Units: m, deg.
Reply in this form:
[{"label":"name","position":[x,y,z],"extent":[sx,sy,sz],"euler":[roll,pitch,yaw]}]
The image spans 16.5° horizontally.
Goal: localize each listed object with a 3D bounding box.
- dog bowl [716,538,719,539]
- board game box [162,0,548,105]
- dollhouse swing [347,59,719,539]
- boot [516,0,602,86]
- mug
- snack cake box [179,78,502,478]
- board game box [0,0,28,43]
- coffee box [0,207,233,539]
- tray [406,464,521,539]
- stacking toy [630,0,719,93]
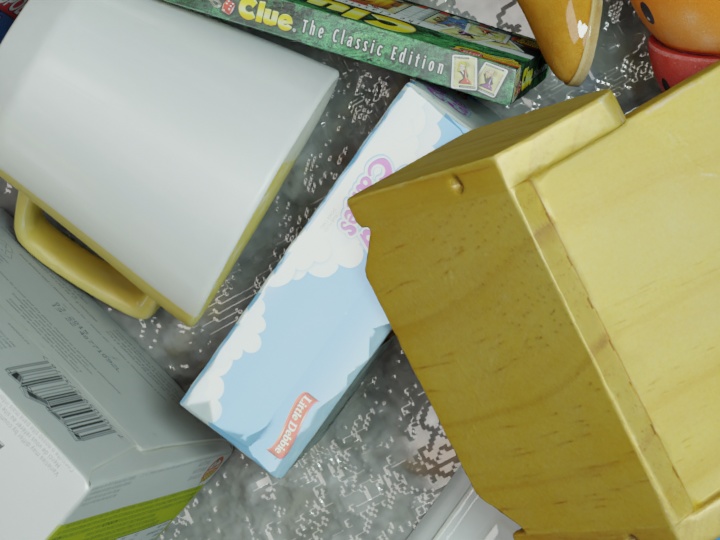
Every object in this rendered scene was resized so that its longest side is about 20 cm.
[{"label":"dog bowl","position":[0.221,0.061,1.216],"extent":[0.111,0.050,0.200],"euler":[41,110,-8]},{"label":"board game box","position":[-0.006,-0.128,1.259],"extent":[0.199,0.105,0.024],"euler":[18,108,10]},{"label":"dollhouse swing","position":[0.138,0.004,1.167],"extent":[0.181,0.176,0.201],"euler":[-13,108,58]},{"label":"boot","position":[0.037,-0.182,1.227],"extent":[0.143,0.071,0.202],"euler":[-1,67,-18]},{"label":"mug","position":[-0.121,-0.058,1.266],"extent":[0.153,0.149,0.187],"euler":[30,106,-1]},{"label":"snack cake box","position":[0.000,0.000,1.262],"extent":[0.067,0.115,0.200],"euler":[37,101,5]},{"label":"board game box","position":[-0.216,-0.139,1.307],"extent":[0.199,0.200,0.062],"euler":[-33,81,0]},{"label":"coffee box","position":[-0.226,0.102,1.291],"extent":[0.200,0.200,0.198],"euler":[44,103,11]},{"label":"tray","position":[0.106,0.175,1.263],"extent":[0.200,0.022,0.108],"euler":[40,102,26]},{"label":"stacking toy","position":[0.197,-0.083,1.211],"extent":[0.145,0.146,0.201],"euler":[-1,106,17]}]
